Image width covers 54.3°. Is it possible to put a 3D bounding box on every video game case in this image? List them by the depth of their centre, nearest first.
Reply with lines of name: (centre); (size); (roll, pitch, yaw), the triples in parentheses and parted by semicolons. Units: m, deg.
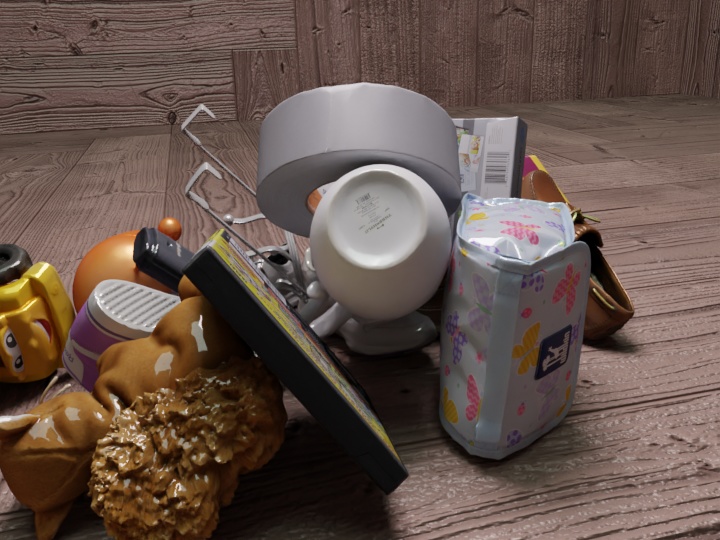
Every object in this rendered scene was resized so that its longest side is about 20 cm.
video game case: (-0.051, 0.056, 0.531); (0.025, 0.201, 0.181); (-40, 11, -2)

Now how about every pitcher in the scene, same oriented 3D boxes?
pitcher: (0.000, 0.002, 0.623); (0.170, 0.122, 0.200); (-36, -15, -6)

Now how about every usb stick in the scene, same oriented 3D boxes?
usb stick: (-0.142, 0.023, 0.711); (0.032, 0.199, 0.056); (-37, 39, 20)

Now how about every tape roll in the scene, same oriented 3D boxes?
tape roll: (-0.002, -0.094, 0.676); (0.194, 0.068, 0.201); (-1, -21, 0)

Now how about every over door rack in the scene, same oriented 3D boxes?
over door rack: (-0.126, -0.049, 0.721); (0.066, 0.201, 0.149); (-29, 37, 6)

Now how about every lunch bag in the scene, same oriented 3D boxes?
lunch bag: (0.129, 0.042, 0.607); (0.123, 0.175, 0.200); (7, 19, 12)

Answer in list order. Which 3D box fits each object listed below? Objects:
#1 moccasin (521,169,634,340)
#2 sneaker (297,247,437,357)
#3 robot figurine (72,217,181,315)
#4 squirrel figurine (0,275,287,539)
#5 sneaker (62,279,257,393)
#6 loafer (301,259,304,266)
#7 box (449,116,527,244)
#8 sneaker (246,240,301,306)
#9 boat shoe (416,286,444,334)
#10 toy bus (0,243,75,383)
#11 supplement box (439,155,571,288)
moccasin: (0.235, -0.028, 0.772); (0.072, 0.078, 0.206); (1, 57, -29)
sneaker: (-0.002, 0.030, 0.759); (0.197, 0.103, 0.074); (18, 24, 41)
robot figurine: (-0.246, 0.019, 0.762); (0.141, 0.120, 0.200); (-20, 9, -9)
squirrel figurine: (-0.155, 0.111, 0.495); (0.183, 0.145, 0.199); (-19, 22, -27)
sneaker: (-0.175, 0.086, 0.658); (0.197, 0.115, 0.073); (25, 28, -29)
loafer: (0.000, 0.000, 0.918); (0.196, 0.074, 0.062); (-7, -1, -36)
box: (0.078, -0.084, 0.772); (0.195, 0.161, 0.041); (5, 0, 30)
sneaker: (-0.140, 0.019, 0.827); (0.073, 0.084, 0.199); (9, 22, 29)
boat shoe: (0.145, 0.021, 0.809); (0.195, 0.076, 0.076); (-8, 20, -19)
toy bus: (-0.390, 0.075, 0.642); (0.194, 0.139, 0.194); (3, 33, 7)
supplement box: (0.154, -0.057, 0.883); (0.197, 0.132, 0.105); (-14, 63, -38)
